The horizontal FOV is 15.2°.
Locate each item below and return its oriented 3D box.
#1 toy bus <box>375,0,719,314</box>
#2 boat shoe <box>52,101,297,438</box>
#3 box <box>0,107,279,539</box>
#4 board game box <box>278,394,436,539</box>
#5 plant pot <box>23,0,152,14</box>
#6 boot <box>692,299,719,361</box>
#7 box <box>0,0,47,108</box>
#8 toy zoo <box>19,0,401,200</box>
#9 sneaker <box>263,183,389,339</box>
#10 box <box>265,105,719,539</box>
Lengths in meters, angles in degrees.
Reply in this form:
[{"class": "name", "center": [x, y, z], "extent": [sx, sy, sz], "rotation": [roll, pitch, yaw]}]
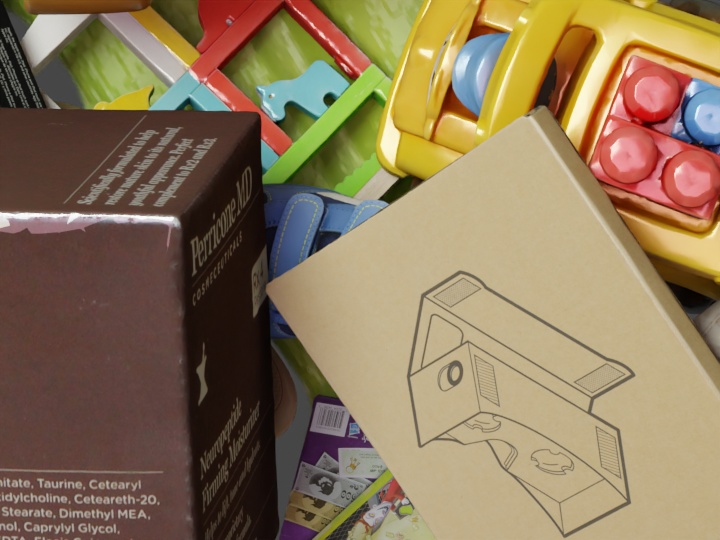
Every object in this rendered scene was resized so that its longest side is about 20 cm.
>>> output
[{"class": "toy bus", "center": [0.104, -0.064, 1.167], "extent": [0.200, 0.192, 0.136], "rotation": [21, 94, 6]}, {"class": "boat shoe", "center": [-0.109, 0.011, 1.284], "extent": [0.200, 0.072, 0.065], "rotation": [51, 138, 9]}, {"class": "box", "center": [-0.131, 0.048, 1.130], "extent": [0.164, 0.166, 0.200], "rotation": [2, 108, 10]}, {"class": "board game box", "center": [0.049, 0.129, 1.228], "extent": [0.200, 0.032, 0.120], "rotation": [8, 74, 37]}, {"class": "plant pot", "center": [-0.054, -0.210, 1.158], "extent": [0.183, 0.200, 0.201], "rotation": [-1, 96, -6]}, {"class": "boot", "center": [0.246, 0.031, 1.151], "extent": [0.186, 0.200, 0.064], "rotation": [-15, 65, 12]}, {"class": "box", "center": [-0.205, -0.095, 1.263], "extent": [0.110, 0.035, 0.200], "rotation": [-32, 78, 46]}, {"class": "toy zoo", "center": [-0.076, -0.088, 1.269], "extent": [0.200, 0.020, 0.131], "rotation": [44, 81, 3]}, {"class": "sneaker", "center": [0.000, 0.000, 1.205], "extent": [0.200, 0.082, 0.074], "rotation": [9, 84, 9]}, {"class": "box", "center": [0.071, 0.052, 1.122], "extent": [0.163, 0.021, 0.200], "rotation": [-33, 93, 36]}]
